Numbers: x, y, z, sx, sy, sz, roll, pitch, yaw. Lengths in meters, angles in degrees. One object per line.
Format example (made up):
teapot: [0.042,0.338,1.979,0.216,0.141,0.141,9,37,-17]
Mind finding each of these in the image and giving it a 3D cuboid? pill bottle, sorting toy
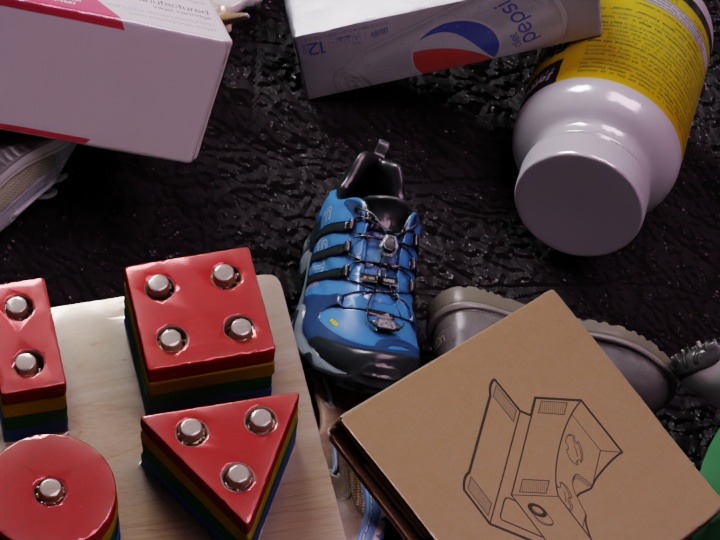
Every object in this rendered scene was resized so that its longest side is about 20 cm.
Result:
pill bottle: [0.163,-0.105,1.756,0.112,0.113,0.201,28,43,-6]
sorting toy: [-0.119,0.086,1.406,0.199,0.070,0.200,-9,55,-11]

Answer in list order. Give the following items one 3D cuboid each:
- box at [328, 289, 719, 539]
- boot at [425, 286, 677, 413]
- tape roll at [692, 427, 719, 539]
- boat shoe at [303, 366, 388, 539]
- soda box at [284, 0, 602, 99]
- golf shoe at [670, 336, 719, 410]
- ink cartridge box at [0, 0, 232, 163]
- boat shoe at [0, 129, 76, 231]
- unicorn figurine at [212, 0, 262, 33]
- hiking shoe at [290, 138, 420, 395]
box: [0.095,0.111,1.474,0.200,0.021,0.164,-28,76,-45]
boot: [0.108,0.117,1.563,0.181,0.073,0.201,14,44,-15]
tape roll: [0.287,0.160,1.583,0.199,0.048,0.202,7,77,-32]
boat shoe: [-0.024,0.129,1.480,0.072,0.072,0.200,22,35,-6]
soda box: [0.052,-0.174,1.720,0.199,0.064,0.069,-13,53,0]
golf shoe: [0.271,0.094,1.652,0.199,0.078,0.095,18,58,-39]
ink cartridge box: [-0.172,-0.154,1.570,0.144,0.085,0.200,10,26,-21]
boat shoe: [-0.219,-0.053,1.529,0.074,0.065,0.202,23,37,10]
unicorn figurine: [-0.107,-0.207,1.725,0.200,0.074,0.137,34,44,23]
hiking shoe: [0.000,0.000,1.549,0.074,0.087,0.200,11,26,-14]
